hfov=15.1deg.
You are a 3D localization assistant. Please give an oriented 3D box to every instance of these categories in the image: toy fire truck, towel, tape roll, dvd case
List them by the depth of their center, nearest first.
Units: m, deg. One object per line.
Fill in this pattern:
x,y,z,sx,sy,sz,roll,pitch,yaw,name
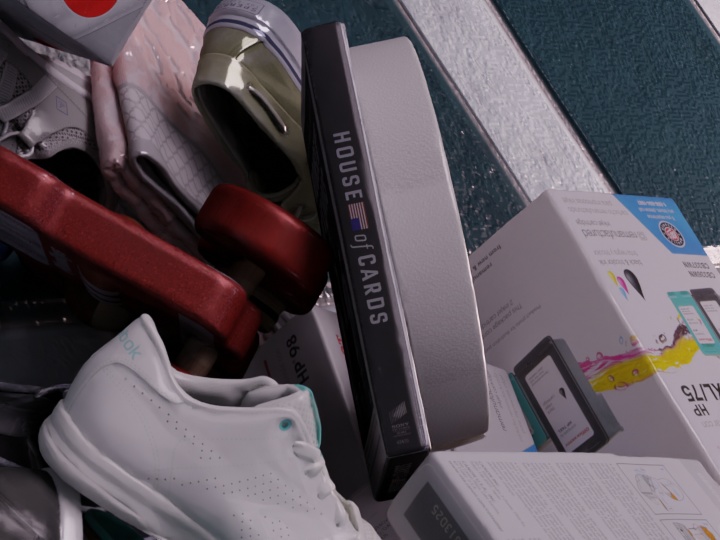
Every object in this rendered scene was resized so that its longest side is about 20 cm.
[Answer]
0.000,0.000,1.282,0.150,0.025,0.202,97,-18,-78,dvd case
-0.111,0.002,1.293,0.167,0.113,0.200,31,-8,1,toy fire truck
0.026,-0.013,1.341,0.203,0.037,0.204,168,-90,-87,tape roll
-0.082,-0.063,1.468,0.200,0.032,0.192,51,21,-40,towel

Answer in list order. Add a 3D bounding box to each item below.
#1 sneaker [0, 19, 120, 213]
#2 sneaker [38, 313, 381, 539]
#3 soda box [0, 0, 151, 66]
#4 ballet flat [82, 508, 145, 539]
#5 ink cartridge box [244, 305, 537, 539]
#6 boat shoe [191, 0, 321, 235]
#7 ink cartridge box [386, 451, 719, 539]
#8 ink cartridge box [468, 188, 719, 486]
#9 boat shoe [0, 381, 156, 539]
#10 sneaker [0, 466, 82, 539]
-0.187,-0.079,1.348,0.199,0.075,0.082,19,37,-44,sneaker
-0.035,0.093,1.172,0.199,0.089,0.075,33,10,-19,sneaker
-0.165,-0.155,1.382,0.068,0.064,0.200,33,-4,-24,soda box
-0.069,0.172,1.147,0.199,0.072,0.069,29,2,38,ballet flat
0.009,0.094,1.424,0.199,0.067,0.116,19,40,-43,ink cartridge box
-0.038,-0.058,1.453,0.200,0.072,0.062,57,51,-39,boat shoe
0.125,0.153,1.233,0.199,0.050,0.162,8,36,-47,ink cartridge box
0.144,0.078,1.552,0.146,0.146,0.201,1,53,-54,ink cartridge box
-0.134,0.084,1.228,0.199,0.068,0.072,16,42,-46,boat shoe
-0.164,0.164,1.100,0.099,0.071,0.201,12,50,-26,sneaker
